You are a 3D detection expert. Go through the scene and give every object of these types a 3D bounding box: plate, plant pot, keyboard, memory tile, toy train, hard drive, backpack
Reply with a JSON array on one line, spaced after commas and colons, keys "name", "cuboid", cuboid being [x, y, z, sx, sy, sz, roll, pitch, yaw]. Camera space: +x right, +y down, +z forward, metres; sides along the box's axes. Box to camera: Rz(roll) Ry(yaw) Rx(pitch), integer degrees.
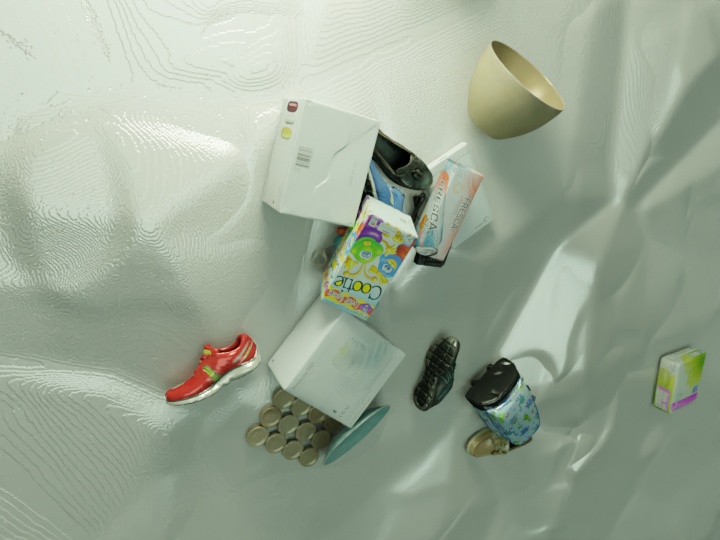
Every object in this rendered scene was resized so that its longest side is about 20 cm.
[{"name": "plate", "cuboid": [-0.013, 0.366, 1.246, 0.200, 0.026, 0.200, -38, 159, -17]}, {"name": "plant pot", "cuboid": [0.300, -0.352, 1.133, 0.199, 0.201, 0.135, 16, 135, -30]}, {"name": "keyboard", "cuboid": [0.159, -0.103, 1.205, 0.126, 0.021, 0.201, 8, 113, -17]}, {"name": "memory tile", "cuboid": [-0.144, 0.352, 1.231, 0.200, 0.017, 0.154, 34, 90, -31]}, {"name": "toy train", "cuboid": [0.000, 0.000, 1.159, 0.200, 0.056, 0.150, 41, 86, -32]}, {"name": "hard drive", "cuboid": [0.217, -0.165, 1.230, 0.132, 0.027, 0.201, -35, 120, -12]}, {"name": "backpack", "cuboid": [0.385, 0.361, 1.446, 0.163, 0.154, 0.201, -38, 133, -18]}]

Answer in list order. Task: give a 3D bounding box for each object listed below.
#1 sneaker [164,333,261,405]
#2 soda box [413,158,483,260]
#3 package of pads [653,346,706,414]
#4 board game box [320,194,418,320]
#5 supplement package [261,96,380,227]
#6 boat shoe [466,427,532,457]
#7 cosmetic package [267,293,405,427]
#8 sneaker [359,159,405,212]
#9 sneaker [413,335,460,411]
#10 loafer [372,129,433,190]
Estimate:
[{"name": "sneaker", "cuboid": [-0.296, 0.189, 1.073, 0.199, 0.077, 0.085, -30, 107, -23]}, {"name": "soda box", "cuboid": [0.178, -0.127, 1.152, 0.068, 0.064, 0.201, 15, 110, -21]}, {"name": "package of pads", "cuboid": [1.058, 0.365, 1.823, 0.154, 0.068, 0.201, -11, 111, -25]}, {"name": "board game box", "cuboid": [0.011, -0.024, 1.061, 0.102, 0.105, 0.201, 24, 113, -15]}, {"name": "supplement package", "cuboid": [-0.076, -0.201, 1.018, 0.155, 0.111, 0.201, 8, 103, -30]}, {"name": "boat shoe", "cuboid": [0.388, 0.472, 1.515, 0.199, 0.066, 0.075, -14, 113, -22]}, {"name": "cosmetic package", "cuboid": [-0.050, 0.188, 1.161, 0.200, 0.123, 0.200, 38, 88, -30]}, {"name": "sneaker", "cuboid": [0.037, -0.153, 1.124, 0.089, 0.078, 0.201, -40, 117, -35]}, {"name": "sneaker", "cuboid": [0.196, 0.250, 1.348, 0.079, 0.075, 0.201, 10, 109, -43]}, {"name": "loafer", "cuboid": [0.073, -0.221, 1.103, 0.199, 0.063, 0.072, 33, 95, -24]}]
